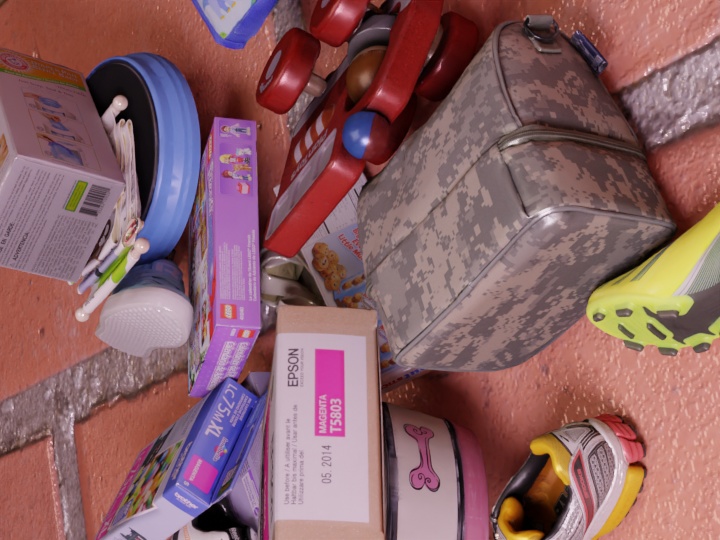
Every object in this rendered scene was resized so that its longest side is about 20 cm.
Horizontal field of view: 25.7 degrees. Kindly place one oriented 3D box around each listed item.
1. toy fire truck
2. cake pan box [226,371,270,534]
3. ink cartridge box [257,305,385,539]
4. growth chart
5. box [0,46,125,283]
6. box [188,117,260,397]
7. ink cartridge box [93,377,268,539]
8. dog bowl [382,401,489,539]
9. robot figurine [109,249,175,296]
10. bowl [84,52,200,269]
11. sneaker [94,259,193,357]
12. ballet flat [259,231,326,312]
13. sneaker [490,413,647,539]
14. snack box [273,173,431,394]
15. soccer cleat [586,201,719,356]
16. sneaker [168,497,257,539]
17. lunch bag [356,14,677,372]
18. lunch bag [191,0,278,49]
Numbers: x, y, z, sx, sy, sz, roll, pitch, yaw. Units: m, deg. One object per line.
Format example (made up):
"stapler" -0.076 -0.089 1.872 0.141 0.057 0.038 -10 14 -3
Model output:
"toy fire truck" -0.002 -0.118 1.144 0.200 0.112 0.168 -46 25 43
"cake pan box" -0.091 0.210 1.359 0.184 0.052 0.200 -49 53 38
"ink cartridge box" -0.031 0.149 1.099 0.165 0.075 0.200 100 172 -50
"growth chart" -0.229 -0.053 1.387 0.145 0.018 0.200 -48 41 37
"box" -0.293 -0.098 1.393 0.113 0.101 0.200 -59 35 25
"box" -0.117 -0.009 1.336 0.137 0.039 0.200 117 154 -58
"ink cartridge box" -0.149 0.166 1.316 0.200 0.042 0.119 -37 22 44
"dog bowl" 0.039 0.193 1.112 0.200 0.074 0.200 -177 90 -83
"robot figurine" -0.223 -0.063 1.530 0.145 0.058 0.200 51 127 41
"bowl" -0.215 -0.100 1.441 0.201 0.039 0.201 -5 84 53
"sneaker" -0.184 0.021 1.376 0.200 0.074 0.082 -19 48 66
"ballet flat" -0.049 0.019 1.295 0.200 0.069 0.069 47 125 43
"sneaker" 0.115 0.183 1.062 0.078 0.082 0.200 41 121 45
"snack box" 0.000 0.000 1.229 0.024 0.072 0.200 64 180 -60
"soccer cleat" 0.217 -0.006 0.965 0.200 0.065 0.084 -29 37 53
"sneaker" -0.103 0.256 1.276 0.200 0.074 0.080 43 120 43
"lunch bag" 0.091 -0.050 1.051 0.200 0.139 0.168 -47 53 40
"lunch bag" -0.082 -0.306 1.295 0.170 0.127 0.200 -46 45 42
